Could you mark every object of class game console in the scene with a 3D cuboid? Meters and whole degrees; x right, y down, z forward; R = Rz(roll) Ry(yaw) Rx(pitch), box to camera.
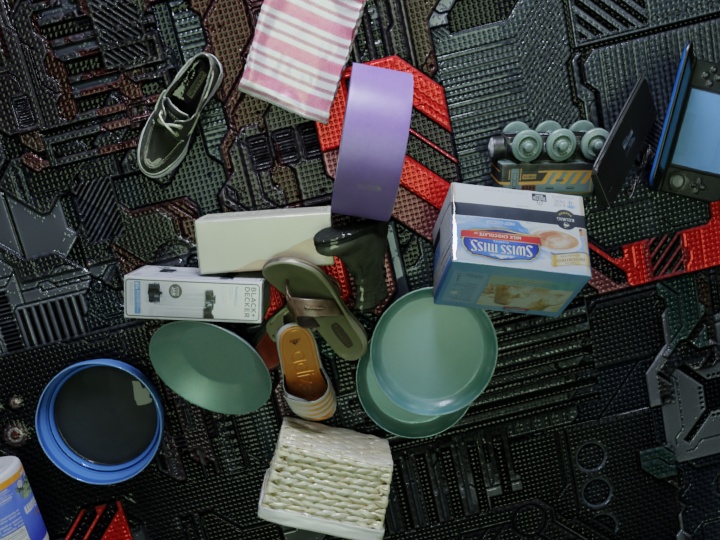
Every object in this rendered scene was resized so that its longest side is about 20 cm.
[{"bbox_3d":[0.500,-0.208,0.959,0.167,0.118,0.204,11,101,-4],"label":"game console"}]

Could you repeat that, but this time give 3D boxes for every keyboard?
[{"bbox_3d":[0.391,-0.173,0.964,0.201,0.020,0.128,-56,128,-22],"label":"keyboard"}]

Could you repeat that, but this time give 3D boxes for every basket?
[{"bbox_3d":[-0.049,0.321,1.031,0.196,0.136,0.126,14,96,-5],"label":"basket"}]

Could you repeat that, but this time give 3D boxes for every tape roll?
[{"bbox_3d":[0.013,-0.174,0.904,0.083,0.200,0.204,8,100,-4],"label":"tape roll"}]

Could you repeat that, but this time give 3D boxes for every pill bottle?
[{"bbox_3d":[-0.561,0.409,1.036,0.110,0.112,0.204,-14,102,1],"label":"pill bottle"}]

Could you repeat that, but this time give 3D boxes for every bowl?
[{"bbox_3d":[-0.409,0.237,1.046,0.196,0.039,0.205,0,100,-2],"label":"bowl"}]

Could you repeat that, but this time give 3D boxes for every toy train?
[{"bbox_3d":[0.285,-0.160,0.983,0.195,0.086,0.116,-2,114,-5],"label":"toy train"}]

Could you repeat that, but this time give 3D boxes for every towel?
[{"bbox_3d":[-0.084,-0.333,0.957,0.144,0.030,0.204,19,100,-5],"label":"towel"}]

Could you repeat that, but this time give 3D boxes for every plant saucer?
[{"bbox_3d":[0.090,0.169,1.060,0.196,0.027,0.205,-1,101,-3],"label":"plant saucer"},{"bbox_3d":[0.112,0.123,1.018,0.196,0.027,0.205,0,101,-1],"label":"plant saucer"},{"bbox_3d":[-0.224,0.140,1.007,0.197,0.039,0.204,9,130,11],"label":"plant saucer"}]

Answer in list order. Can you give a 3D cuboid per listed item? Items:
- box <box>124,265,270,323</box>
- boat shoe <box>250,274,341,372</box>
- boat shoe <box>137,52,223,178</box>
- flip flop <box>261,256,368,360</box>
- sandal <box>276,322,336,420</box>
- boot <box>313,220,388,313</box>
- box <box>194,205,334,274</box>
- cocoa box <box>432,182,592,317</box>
[{"bbox_3d":[-0.235,0.033,0.976,0.195,0.117,0.062,2,98,-4],"label":"box"},{"bbox_3d":[-0.105,0.089,1.019,0.071,0.063,0.200,43,97,-11],"label":"boat shoe"},{"bbox_3d":[-0.269,-0.226,0.952,0.070,0.064,0.202,30,98,-7],"label":"boat shoe"},{"bbox_3d":[-0.064,0.061,0.941,0.080,0.058,0.201,-24,112,35],"label":"flip flop"},{"bbox_3d":[-0.087,0.173,1.004,0.078,0.060,0.209,-14,127,-1],"label":"sandal"},{"bbox_3d":[0.000,0.000,0.944,0.066,0.199,0.134,0,98,24],"label":"boot"},{"bbox_3d":[-0.137,-0.047,0.977,0.195,0.095,0.079,-4,102,0],"label":"box"},{"bbox_3d":[0.211,-0.026,0.951,0.195,0.134,0.134,6,61,-3],"label":"cocoa box"}]
